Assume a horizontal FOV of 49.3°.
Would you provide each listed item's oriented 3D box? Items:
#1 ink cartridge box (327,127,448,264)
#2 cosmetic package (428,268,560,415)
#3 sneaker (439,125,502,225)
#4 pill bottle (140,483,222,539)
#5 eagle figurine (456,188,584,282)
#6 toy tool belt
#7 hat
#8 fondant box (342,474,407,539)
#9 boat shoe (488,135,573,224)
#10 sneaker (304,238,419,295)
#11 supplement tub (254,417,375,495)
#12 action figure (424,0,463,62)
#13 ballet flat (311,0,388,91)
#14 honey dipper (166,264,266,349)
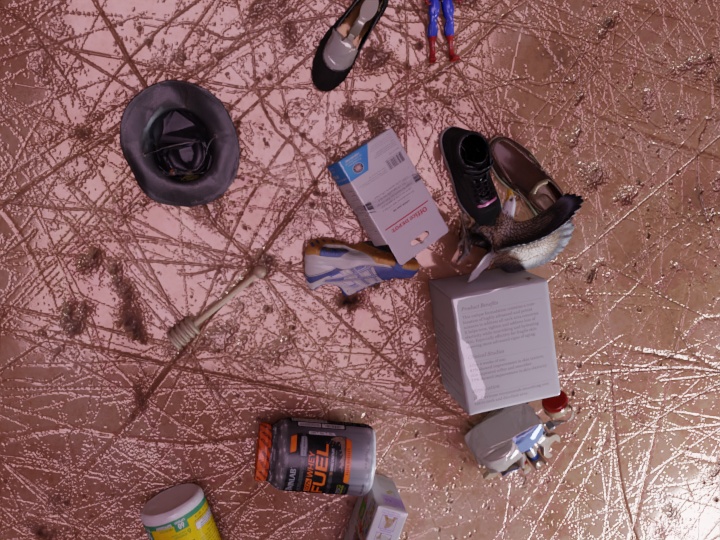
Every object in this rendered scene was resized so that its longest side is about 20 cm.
[{"bbox_3d":[0.048,-0.121,1.321,0.116,0.068,0.201,-34,101,-16],"label":"ink cartridge box"},{"bbox_3d":[0.225,0.112,1.340,0.166,0.166,0.202,-10,100,-7],"label":"cosmetic package"},{"bbox_3d":[0.199,-0.152,1.334,0.070,0.099,0.201,-28,102,-5],"label":"sneaker"},{"bbox_3d":[-0.291,0.480,1.343,0.112,0.113,0.202,-19,100,-5],"label":"pill bottle"},{"bbox_3d":[0.261,-0.061,1.294,0.198,0.152,0.152,6,117,8],"label":"eagle figurine"},{"bbox_3d":[0.294,0.301,1.415,0.199,0.125,0.123,-30,132,0],"label":"toy tool belt"},{"bbox_3d":[-0.287,-0.207,1.268,0.199,0.081,0.203,-2,106,-6],"label":"hat"},{"bbox_3d":[0.013,0.478,1.370,0.058,0.144,0.202,17,95,-10],"label":"fondant box"},{"bbox_3d":[0.300,-0.156,1.360,0.202,0.075,0.075,43,90,-11],"label":"boat shoe"},{"bbox_3d":[0.000,0.000,1.351,0.198,0.075,0.089,7,114,-7],"label":"sneaker"},{"bbox_3d":[-0.079,0.318,1.347,0.198,0.123,0.124,6,97,-9],"label":"supplement tub"},{"bbox_3d":[0.135,-0.455,1.311,0.065,0.052,0.202,-6,96,-4],"label":"action figure"},{"bbox_3d":[-0.019,-0.388,1.286,0.068,0.068,0.201,30,93,-11],"label":"ballet flat"},{"bbox_3d":[-0.242,0.056,1.333,0.200,0.038,0.038,-40,101,-4],"label":"honey dipper"}]
